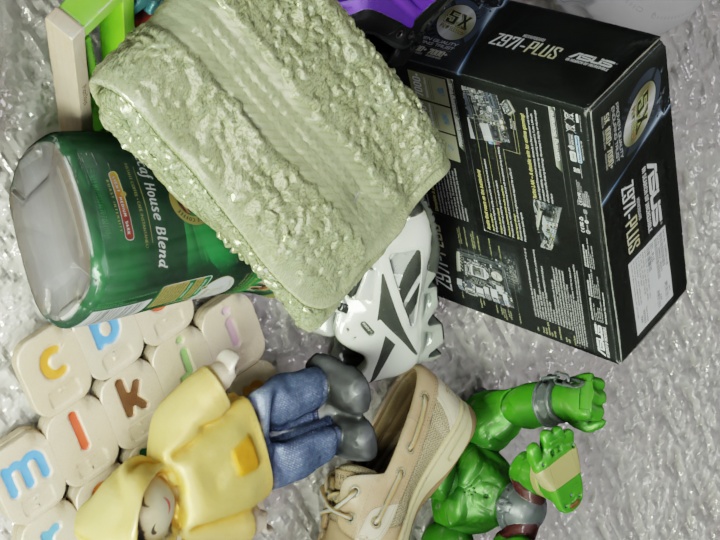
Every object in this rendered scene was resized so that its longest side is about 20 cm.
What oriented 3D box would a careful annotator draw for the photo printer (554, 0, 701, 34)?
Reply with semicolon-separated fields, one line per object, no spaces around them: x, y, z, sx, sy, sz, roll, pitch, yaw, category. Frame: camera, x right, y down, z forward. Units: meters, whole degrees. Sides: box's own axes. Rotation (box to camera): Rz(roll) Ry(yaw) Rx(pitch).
0.194;-0.265;1.171;0.166;0.069;0.202;-4;103;-55;photo printer

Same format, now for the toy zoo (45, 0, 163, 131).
-0.098;-0.167;0.938;0.200;0.020;0.131;-49;170;-21;toy zoo

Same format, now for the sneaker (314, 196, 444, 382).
0.000;0.000;1.061;0.088;0.074;0.201;-27;132;-19;sneaker

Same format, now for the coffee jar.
-0.094;-0.031;0.964;0.199;0.085;0.105;-8;75;-40;coffee jar

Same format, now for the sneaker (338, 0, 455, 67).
0.027;-0.177;1.004;0.199;0.069;0.100;-23;120;-31;sneaker

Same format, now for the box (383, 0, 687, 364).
0.114;-0.061;1.074;0.086;0.163;0.201;-42;135;-32;box

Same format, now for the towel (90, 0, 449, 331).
-0.041;-0.080;0.906;0.200;0.036;0.149;48;67;-30;towel

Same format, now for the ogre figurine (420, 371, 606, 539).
0.096;0.163;1.164;0.097;0.119;0.202;-3;100;-35;ogre figurine

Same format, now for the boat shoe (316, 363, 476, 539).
0.001;0.155;1.120;0.065;0.071;0.201;45;65;-27;boat shoe

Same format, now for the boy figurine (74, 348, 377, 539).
-0.083;0.111;1.002;0.199;0.064;0.126;-21;115;-39;boy figurine

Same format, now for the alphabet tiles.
-0.132;0.101;1.018;0.199;0.015;0.197;-34;120;-30;alphabet tiles
